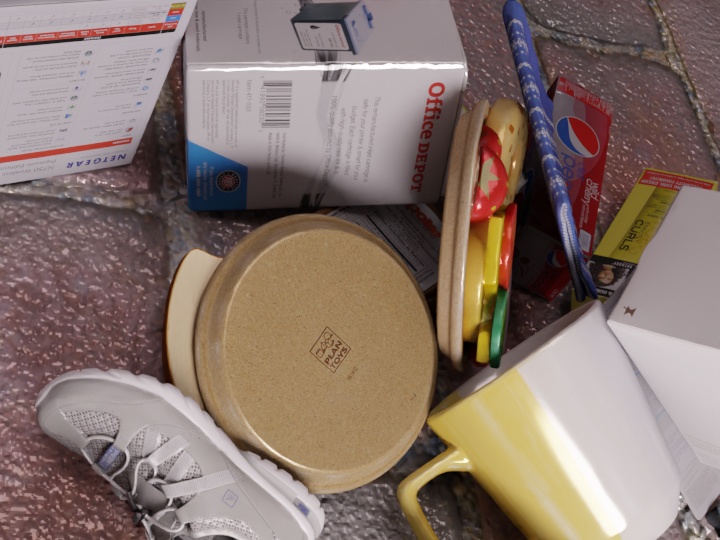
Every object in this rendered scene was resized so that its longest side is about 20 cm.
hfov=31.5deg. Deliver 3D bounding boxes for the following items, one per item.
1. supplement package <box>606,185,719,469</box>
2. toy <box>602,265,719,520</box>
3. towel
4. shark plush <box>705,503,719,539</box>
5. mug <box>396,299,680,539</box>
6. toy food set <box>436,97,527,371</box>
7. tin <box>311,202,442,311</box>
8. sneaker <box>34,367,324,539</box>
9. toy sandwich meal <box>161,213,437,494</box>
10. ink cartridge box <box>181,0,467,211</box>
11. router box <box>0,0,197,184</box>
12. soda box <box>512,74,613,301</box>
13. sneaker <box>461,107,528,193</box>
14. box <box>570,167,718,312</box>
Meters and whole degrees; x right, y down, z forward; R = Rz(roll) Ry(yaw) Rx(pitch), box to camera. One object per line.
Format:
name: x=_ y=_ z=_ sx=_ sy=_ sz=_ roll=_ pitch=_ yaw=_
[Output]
supplement package: x=0.282 y=0.055 z=0.898 sx=0.122 sy=0.119 sz=0.200 roll=-57 pitch=132 yaw=-17
toy: x=0.246 y=0.081 z=1.004 sx=0.115 sy=0.047 sz=0.201 roll=-41 pitch=110 yaw=-26
towel: x=0.147 y=-0.093 z=0.983 sx=0.023 sy=0.145 sz=0.203 roll=-15 pitch=56 yaw=9
shark plush: x=0.341 y=0.266 z=0.976 sx=0.199 sy=0.092 sz=0.083 roll=31 pitch=22 yaw=25
mug: x=0.133 y=0.136 z=0.904 sx=0.154 sy=0.185 sz=0.149 roll=56 pitch=15 yaw=2
toy food set: x=0.088 y=-0.023 z=0.922 sx=0.048 sy=0.202 sz=0.200 roll=5 pitch=10 yaw=8
tin: x=0.000 y=0.000 z=0.983 sx=0.112 sy=0.042 sz=0.199 roll=50 pitch=47 yaw=8
sneaker: x=-0.116 y=0.132 z=0.786 sx=0.198 sy=0.075 sz=0.083 roll=31 pitch=45 yaw=-5
toy sandwich meal: x=-0.041 y=0.058 z=0.871 sx=0.202 sy=0.070 sz=0.209 roll=5 pitch=79 yaw=-28
ink cartridge box: x=-0.032 y=-0.123 z=0.946 sx=0.196 sy=0.148 sz=0.087 roll=-3 pitch=51 yaw=-10
router box: x=-0.227 y=-0.132 z=0.857 sx=0.198 sy=0.180 sz=0.049 roll=-13 pitch=62 yaw=-37
soda box: x=0.169 y=-0.074 z=1.111 sx=0.063 sy=0.070 sz=0.202 roll=26 pitch=48 yaw=-8
sneaker: x=0.053 y=-0.115 z=1.071 sx=0.200 sy=0.080 sz=0.077 roll=49 pitch=5 yaw=33
box: x=0.249 y=-0.013 z=1.106 sx=0.074 sy=0.051 sz=0.200 roll=15 pitch=41 yaw=25
